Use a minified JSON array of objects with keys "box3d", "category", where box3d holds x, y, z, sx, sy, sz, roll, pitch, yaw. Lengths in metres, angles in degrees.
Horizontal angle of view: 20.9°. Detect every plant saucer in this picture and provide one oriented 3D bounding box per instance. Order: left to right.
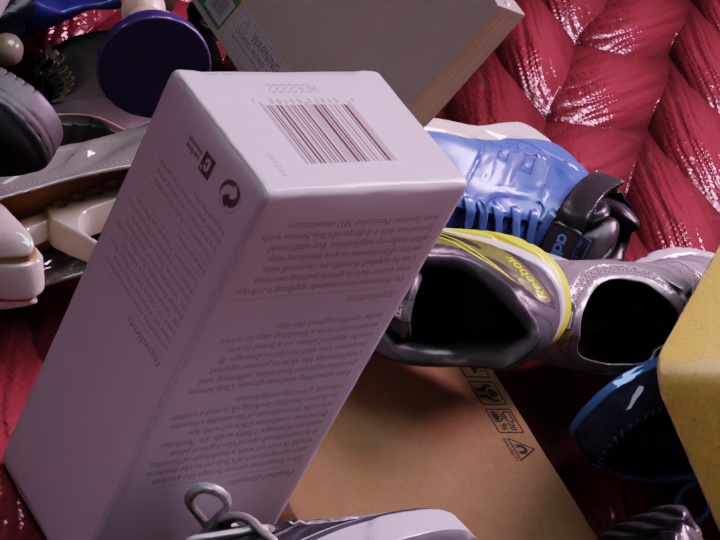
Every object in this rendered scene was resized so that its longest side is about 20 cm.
[{"box3d":[0.219,0.082,0.923,0.201,0.048,0.200,64,32,-15],"category":"plant saucer"}]

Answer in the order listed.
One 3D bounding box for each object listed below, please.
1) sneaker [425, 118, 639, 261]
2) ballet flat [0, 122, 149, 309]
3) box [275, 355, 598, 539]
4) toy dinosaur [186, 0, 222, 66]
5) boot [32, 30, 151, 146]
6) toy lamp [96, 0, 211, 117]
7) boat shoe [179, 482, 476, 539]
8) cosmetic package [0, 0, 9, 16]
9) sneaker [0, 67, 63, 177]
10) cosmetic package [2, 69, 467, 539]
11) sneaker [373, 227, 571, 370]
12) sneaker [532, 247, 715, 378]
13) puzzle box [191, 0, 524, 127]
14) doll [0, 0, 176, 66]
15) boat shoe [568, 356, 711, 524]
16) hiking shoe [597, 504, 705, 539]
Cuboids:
[{"box3d":[0.075,-0.024,1.034,0.111,0.077,0.199,36,25,27],"category":"sneaker"},{"box3d":[-0.135,-0.017,0.831,0.199,0.068,0.064,-19,43,-32],"category":"ballet flat"},{"box3d":[0.030,0.107,0.870,0.162,0.021,0.201,3,41,-36],"category":"box"},{"box3d":[-0.028,-0.116,1.091,0.136,0.102,0.200,43,11,-23],"category":"toy dinosaur"},{"box3d":[-0.148,-0.068,0.941,0.199,0.078,0.138,0,33,-46],"category":"boot"},{"box3d":[-0.107,-0.151,0.928,0.058,0.059,0.201,14,32,-23],"category":"toy lamp"},{"box3d":[-0.048,0.122,0.737,0.198,0.074,0.068,-19,47,-29],"category":"boat shoe"},{"box3d":[-0.205,-0.159,0.876,0.089,0.107,0.201,7,46,13],"category":"cosmetic package"},{"box3d":[-0.224,-0.044,0.767,0.198,0.060,0.105,15,58,12],"category":"sneaker"},{"box3d":[-0.053,0.022,0.753,0.101,0.201,0.071,-4,44,-42],"category":"cosmetic package"},{"box3d":[0.000,0.000,0.893,0.198,0.075,0.085,8,9,3],"category":"sneaker"},{"box3d":[0.151,0.032,0.999,0.198,0.076,0.082,0,12,-33],"category":"sneaker"},{"box3d":[-0.018,-0.150,0.975,0.025,0.133,0.201,7,43,-52],"category":"puzzle box"},{"box3d":[-0.196,-0.136,0.982,0.199,0.049,0.136,-20,35,-34],"category":"doll"},{"box3d":[0.190,0.079,0.982,0.199,0.084,0.069,-4,54,-40],"category":"boat shoe"},{"box3d":[0.127,0.192,0.776,0.101,0.075,0.201,42,45,-21],"category":"hiking shoe"}]
